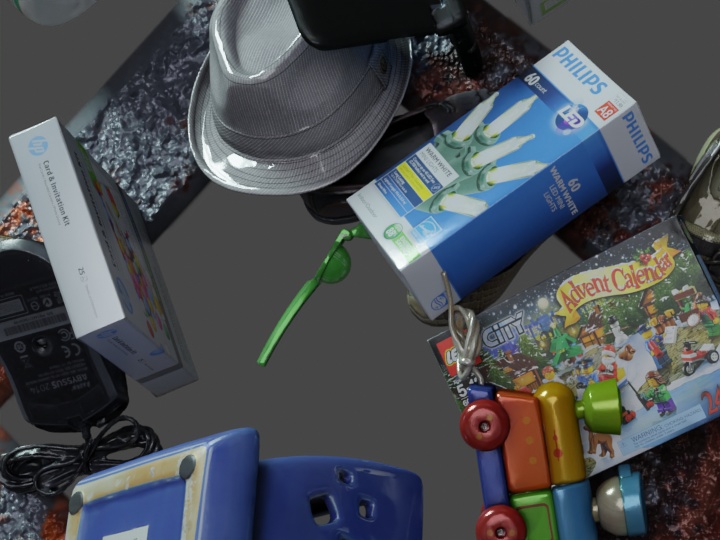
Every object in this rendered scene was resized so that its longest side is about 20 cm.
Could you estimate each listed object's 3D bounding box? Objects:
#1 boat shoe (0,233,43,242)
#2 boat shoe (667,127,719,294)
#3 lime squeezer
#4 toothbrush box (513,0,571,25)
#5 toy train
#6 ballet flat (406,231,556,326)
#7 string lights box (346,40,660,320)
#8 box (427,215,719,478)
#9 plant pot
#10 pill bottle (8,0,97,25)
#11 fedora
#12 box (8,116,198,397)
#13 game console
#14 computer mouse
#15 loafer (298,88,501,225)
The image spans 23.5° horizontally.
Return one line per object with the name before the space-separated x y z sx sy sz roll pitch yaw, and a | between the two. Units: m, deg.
boat shoe | -0.303 0.005 1.342 0.200 0.075 0.076 12 92 17
boat shoe | 0.244 -0.018 1.239 0.073 0.065 0.202 15 80 13
lime squeezer | 0.000 0.000 1.307 0.199 0.038 0.071 -25 103 3
toothbrush box | 0.135 -0.317 1.328 0.145 0.086 0.201 -33 71 1
toy train | 0.125 0.092 1.169 0.115 0.085 0.202 -9 90 7
ballet flat | 0.113 -0.034 1.264 0.199 0.046 0.067 -37 71 -10
string lights box | 0.100 -0.065 1.229 0.199 0.059 0.103 -36 40 -1
box | 0.164 0.067 1.214 0.199 0.038 0.138 -28 84 16
plant pot | -0.089 0.220 1.133 0.199 0.179 0.202 -19 56 40
pill bottle | -0.291 -0.298 1.395 0.200 0.113 0.113 41 86 17
fedora | -0.055 -0.162 1.291 0.175 0.091 0.201 9 57 25
box | -0.182 -0.004 1.251 0.041 0.200 0.157 -23 72 4
game console | -0.001 -0.239 1.288 0.115 0.176 0.202 -21 73 5
computer mouse | -0.227 0.064 1.289 0.137 0.053 0.202 -9 109 15
loafer | 0.046 -0.088 1.298 0.198 0.063 0.072 -20 73 6
